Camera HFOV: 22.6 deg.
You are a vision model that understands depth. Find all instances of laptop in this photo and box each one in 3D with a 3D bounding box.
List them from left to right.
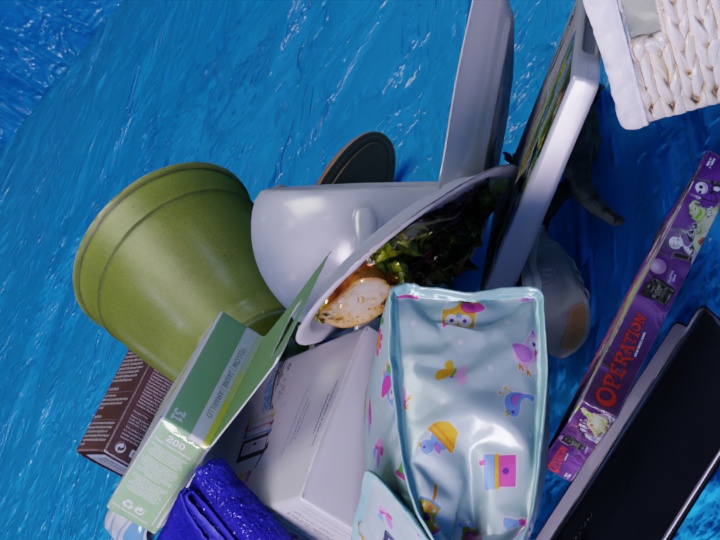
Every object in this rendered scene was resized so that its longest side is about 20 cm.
[{"bbox_3d":[0.150,0.105,1.090,0.187,0.116,0.200,-56,21,0],"label":"laptop"}]

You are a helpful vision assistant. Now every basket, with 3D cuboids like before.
[{"bbox_3d":[0.233,-0.240,1.241,0.160,0.199,0.200,-10,38,14],"label":"basket"}]

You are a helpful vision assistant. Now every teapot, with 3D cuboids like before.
[{"bbox_3d":[0.000,0.000,1.530,0.197,0.200,0.147,1,95,42],"label":"teapot"}]

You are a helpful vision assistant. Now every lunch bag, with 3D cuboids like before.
[{"bbox_3d":[0.058,0.132,1.141,0.170,0.122,0.201,101,170,-63],"label":"lunch bag"}]

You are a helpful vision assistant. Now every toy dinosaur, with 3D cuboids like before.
[{"bbox_3d":[0.163,-0.085,1.438,0.088,0.047,0.200,-37,31,29],"label":"toy dinosaur"}]

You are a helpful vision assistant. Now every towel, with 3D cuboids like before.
[{"bbox_3d":[-0.072,0.242,1.257,0.049,0.200,0.148,-27,-21,-37],"label":"towel"}]

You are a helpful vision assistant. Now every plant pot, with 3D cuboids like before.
[{"bbox_3d":[-0.139,0.033,1.710,0.201,0.200,0.193,-53,53,11],"label":"plant pot"}]

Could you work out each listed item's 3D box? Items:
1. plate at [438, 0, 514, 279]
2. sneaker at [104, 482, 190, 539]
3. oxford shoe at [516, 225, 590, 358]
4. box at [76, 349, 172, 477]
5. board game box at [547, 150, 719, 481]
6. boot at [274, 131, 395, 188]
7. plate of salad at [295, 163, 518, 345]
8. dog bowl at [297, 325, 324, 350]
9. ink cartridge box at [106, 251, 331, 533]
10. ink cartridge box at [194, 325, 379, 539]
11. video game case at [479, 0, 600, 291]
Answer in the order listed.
[{"bbox_3d":[0.093,-0.114,1.408,0.200,0.032,0.201,79,-159,-67],"label":"plate"},{"bbox_3d":[-0.160,0.195,1.743,0.200,0.072,0.072,-48,-9,-9],"label":"sneaker"},{"bbox_3d":[0.139,0.017,1.334,0.200,0.058,0.075,-82,1,-74],"label":"oxford shoe"},{"bbox_3d":[-0.219,0.124,1.946,0.100,0.075,0.200,-10,52,63],"label":"box"},{"bbox_3d":[0.179,0.030,1.160,0.200,0.032,0.120,-59,-10,-26],"label":"board game box"},{"bbox_3d":[-0.050,-0.066,1.823,0.200,0.074,0.155,-59,26,5],"label":"boot"},{"bbox_3d":[0.040,-0.003,1.280,0.200,0.048,0.200,-37,-12,-9],"label":"plate of salad"},{"bbox_3d":[-0.066,0.150,1.558,0.200,0.059,0.200,-52,24,34],"label":"dog bowl"},{"bbox_3d":[-0.103,0.079,1.306,0.200,0.048,0.146,-56,6,34],"label":"ink cartridge box"},{"bbox_3d":[-0.015,0.156,1.340,0.200,0.147,0.145,-26,37,54],"label":"ink cartridge box"},{"bbox_3d":[0.132,-0.086,1.311,0.182,0.022,0.200,-73,3,-60],"label":"video game case"}]
